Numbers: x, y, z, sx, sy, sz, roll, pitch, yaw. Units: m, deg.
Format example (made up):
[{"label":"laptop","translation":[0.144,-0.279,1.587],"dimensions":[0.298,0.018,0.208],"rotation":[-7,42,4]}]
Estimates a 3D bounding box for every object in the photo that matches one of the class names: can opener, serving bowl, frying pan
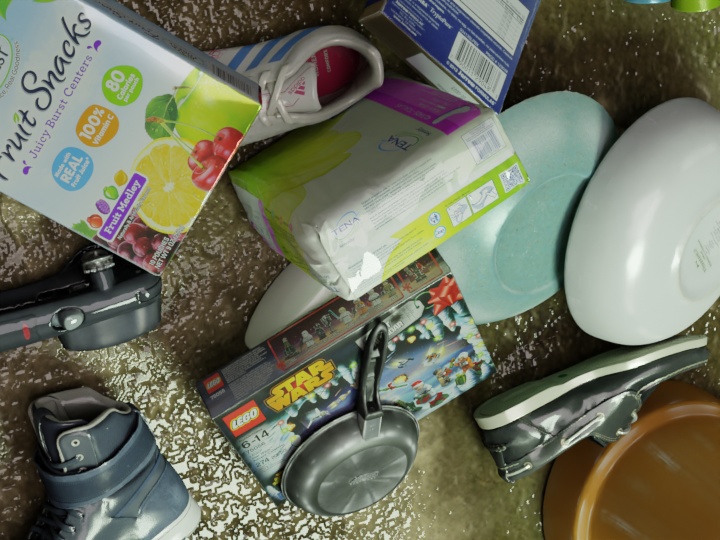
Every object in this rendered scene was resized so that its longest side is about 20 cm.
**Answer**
[{"label":"can opener","translation":[-0.231,0.034,1.201],"dimensions":[0.198,0.063,0.080],"rotation":[-14,109,-20]},{"label":"serving bowl","translation":[0.246,-0.028,1.344],"dimensions":[0.199,0.066,0.202],"rotation":[-27,131,-36]},{"label":"frying pan","translation":[0.014,0.118,1.278],"dimensions":[0.114,0.031,0.191],"rotation":[6,130,-40]}]

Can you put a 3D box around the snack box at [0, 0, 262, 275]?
[{"label":"snack box","translation":[-0.184,-0.106,1.152],"dimensions":[0.199,0.053,0.143],"rotation":[29,105,-15]}]

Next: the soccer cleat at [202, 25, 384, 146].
[{"label":"soccer cleat","translation":[-0.076,-0.123,1.212],"dimensions":[0.198,0.086,0.071],"rotation":[-23,112,-16]}]

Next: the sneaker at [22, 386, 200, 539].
[{"label":"sneaker","translation":[-0.223,0.173,1.225],"dimensions":[0.202,0.077,0.147],"rotation":[-37,127,-21]}]

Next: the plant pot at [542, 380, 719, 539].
[{"label":"plant pot","translation":[0.275,0.211,1.396],"dimensions":[0.198,0.183,0.203],"rotation":[-6,106,-21]}]

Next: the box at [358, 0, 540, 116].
[{"label":"box","translation":[0.080,-0.221,1.251],"dimensions":[0.121,0.032,0.201],"rotation":[38,60,-27]}]

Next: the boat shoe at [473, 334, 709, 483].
[{"label":"boat shoe","translation":[0.190,0.104,1.390],"dimensions":[0.198,0.072,0.068],"rotation":[-23,95,-8]}]

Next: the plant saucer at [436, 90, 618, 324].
[{"label":"plant saucer","translation":[0.130,-0.035,1.308],"dimensions":[0.200,0.039,0.203],"rotation":[-23,134,-26]}]

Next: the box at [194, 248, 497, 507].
[{"label":"box","translation":[-0.007,0.078,1.274],"dimensions":[0.199,0.040,0.137],"rotation":[-32,140,-2]}]

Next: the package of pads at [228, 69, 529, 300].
[{"label":"package of pads","translation":[0.003,-0.063,1.198],"dimensions":[0.154,0.200,0.069],"rotation":[-34,113,-11]}]

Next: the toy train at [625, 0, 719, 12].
[{"label":"toy train","translation":[0.242,-0.239,1.256],"dimensions":[0.084,0.200,0.117],"rotation":[-16,114,-18]}]

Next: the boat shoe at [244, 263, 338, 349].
[{"label":"boat shoe","translation":[0.000,0.000,1.293],"dimensions":[0.200,0.072,0.069],"rotation":[-49,117,-14]}]
